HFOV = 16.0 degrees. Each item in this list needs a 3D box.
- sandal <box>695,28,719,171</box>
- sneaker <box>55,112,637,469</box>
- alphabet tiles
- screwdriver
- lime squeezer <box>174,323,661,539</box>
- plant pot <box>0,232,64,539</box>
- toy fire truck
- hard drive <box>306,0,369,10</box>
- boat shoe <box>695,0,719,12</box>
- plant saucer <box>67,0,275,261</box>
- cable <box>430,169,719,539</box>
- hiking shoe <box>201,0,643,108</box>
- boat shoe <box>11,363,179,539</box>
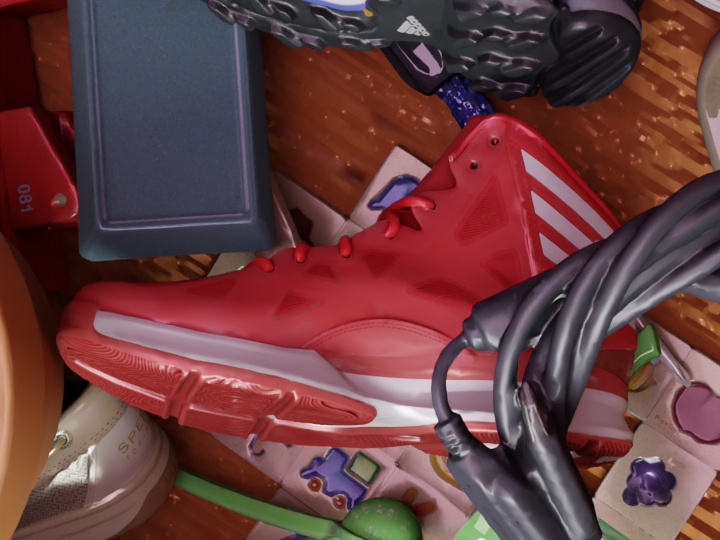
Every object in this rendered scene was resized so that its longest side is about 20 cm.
[{"bbox_3d":[0.169,0.003,0.886,0.080,0.054,0.200,-23,89,15],"label":"sandal"},{"bbox_3d":[0.000,0.000,0.885,0.200,0.078,0.116,11,73,-12],"label":"sneaker"},{"bbox_3d":[0.023,0.059,0.953,0.200,0.008,0.167,35,102,10],"label":"alphabet tiles"},{"bbox_3d":[0.056,-0.037,0.922,0.028,0.029,0.200,-39,81,14],"label":"screwdriver"},{"bbox_3d":[0.020,0.080,0.931,0.200,0.038,0.071,-16,97,19],"label":"lime squeezer"},{"bbox_3d":[-0.185,0.039,0.853,0.200,0.140,0.200,0,90,14],"label":"plant pot"},{"bbox_3d":[-0.090,-0.043,0.947,0.141,0.049,0.200,-9,90,16],"label":"toy fire truck"},{"bbox_3d":[-0.025,-0.175,0.863,0.132,0.200,0.025,17,141,12],"label":"hard drive"},{"bbox_3d":[0.151,-0.185,0.861,0.074,0.065,0.202,18,95,-4],"label":"boat shoe"},{"bbox_3d":[-0.072,-0.104,0.920,0.070,0.019,0.200,-4,78,-4],"label":"plant saucer"},{"bbox_3d":[0.122,0.057,0.844,0.163,0.051,0.200,-38,119,0],"label":"cable"},{"bbox_3d":[0.007,-0.123,0.897,0.200,0.074,0.087,20,57,-4],"label":"hiking shoe"},{"bbox_3d":[-0.170,0.085,0.959,0.200,0.072,0.065,-19,127,16],"label":"boat shoe"}]
